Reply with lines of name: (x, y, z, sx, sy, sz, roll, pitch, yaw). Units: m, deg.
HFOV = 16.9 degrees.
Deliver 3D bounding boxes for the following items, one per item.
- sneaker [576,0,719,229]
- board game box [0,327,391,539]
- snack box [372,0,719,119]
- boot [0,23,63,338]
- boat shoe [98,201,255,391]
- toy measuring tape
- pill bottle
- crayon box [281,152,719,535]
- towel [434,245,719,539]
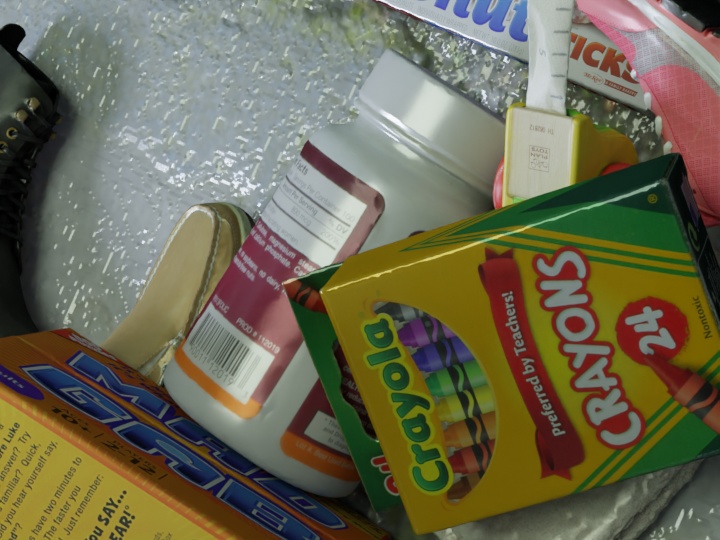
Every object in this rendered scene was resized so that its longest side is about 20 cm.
sneaker: (0.163, -0.066, 1.119, 0.200, 0.074, 0.087, 42, 110, 22)
board game box: (-0.131, 0.166, 1.137, 0.199, 0.200, 0.201, 32, 96, 6)
snack box: (0.086, -0.143, 1.231, 0.199, 0.024, 0.072, 27, 93, 35)
boot: (-0.202, -0.039, 1.364, 0.138, 0.077, 0.200, -46, 58, 8)
boat shoe: (-0.111, 0.055, 1.264, 0.072, 0.076, 0.201, 4, 77, 55)
toy measuring tape: (0.100, -0.071, 1.114, 0.073, 0.073, 0.201, 17, 116, 35)
pill bottle: (0.000, 0.000, 1.193, 0.114, 0.114, 0.201, 37, 97, 35)
crayon box: (0.069, 0.039, 1.091, 0.199, 0.051, 0.128, -18, 102, 20)
towel: (0.107, 0.063, 1.155, 0.200, 0.034, 0.133, -50, 57, 10)
